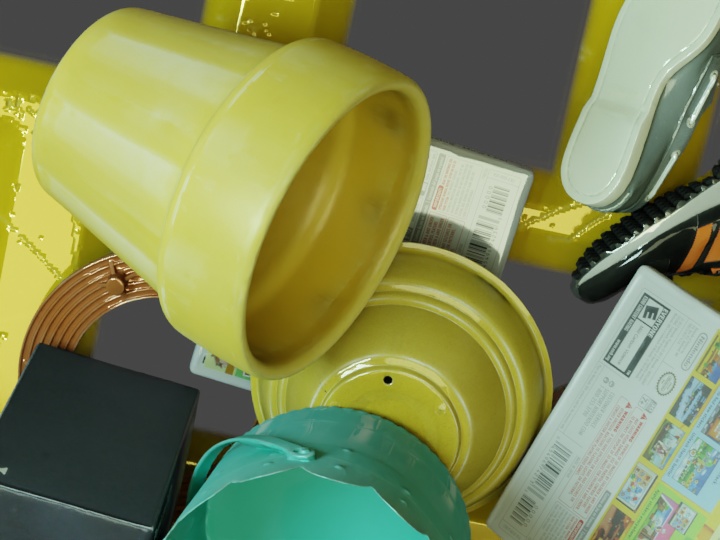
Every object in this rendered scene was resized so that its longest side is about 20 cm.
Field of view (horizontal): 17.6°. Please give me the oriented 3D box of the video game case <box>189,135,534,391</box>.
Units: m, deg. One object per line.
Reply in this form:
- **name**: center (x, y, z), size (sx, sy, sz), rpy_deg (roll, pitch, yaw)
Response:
- **video game case**: center (0.000, 0.000, 1.550), size (0.181, 0.022, 0.201), rpy_deg (17, 102, -4)

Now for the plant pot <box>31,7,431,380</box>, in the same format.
- **plant pot**: center (-0.088, -0.062, 1.402), size (0.188, 0.201, 0.202), rpy_deg (27, 102, 22)

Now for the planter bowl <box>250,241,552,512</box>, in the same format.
- **planter bowl**: center (0.022, 0.090, 1.483), size (0.199, 0.084, 0.202), rpy_deg (2, 111, 6)

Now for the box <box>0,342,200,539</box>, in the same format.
- **box**: center (-0.190, 0.185, 1.478), size (0.123, 0.200, 0.199), rpy_deg (15, 113, -1)

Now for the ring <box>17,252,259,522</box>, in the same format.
- **ring**: center (-0.131, 0.080, 1.550), size (0.199, 0.019, 0.202), rpy_deg (2, 112, 4)

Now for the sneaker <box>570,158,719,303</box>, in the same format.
- **sneaker**: center (0.237, -0.017, 1.522), size (0.199, 0.070, 0.090), rpy_deg (-33, 97, 4)

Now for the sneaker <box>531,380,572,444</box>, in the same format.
- **sneaker**: center (0.199, 0.102, 1.547), size (0.199, 0.071, 0.080), rpy_deg (-16, 98, 1)

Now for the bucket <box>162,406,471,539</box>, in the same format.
- **bucket**: center (-0.028, 0.188, 1.407), size (0.206, 0.135, 0.208), rpy_deg (3, 109, 9)

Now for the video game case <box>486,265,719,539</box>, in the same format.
- **video game case**: center (0.195, 0.126, 1.454), size (0.182, 0.023, 0.201), rpy_deg (36, 99, 34)

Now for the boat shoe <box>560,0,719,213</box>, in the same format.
- **boat shoe**: center (0.200, -0.128, 1.515), size (0.062, 0.073, 0.201), rpy_deg (23, 96, -49)
